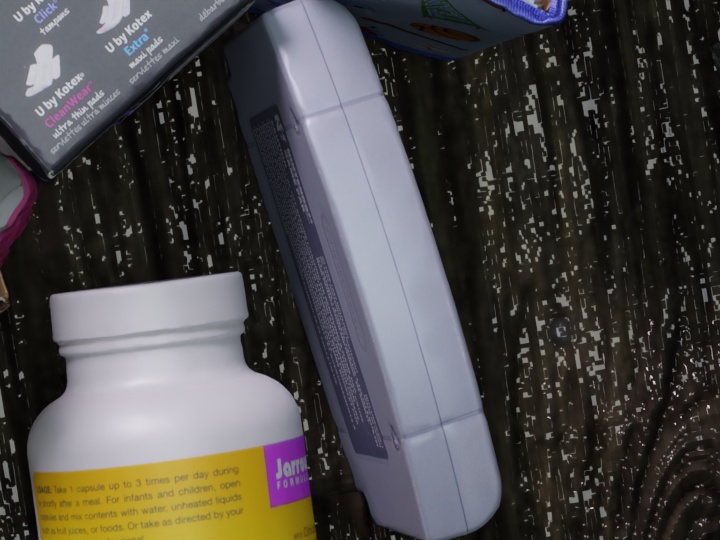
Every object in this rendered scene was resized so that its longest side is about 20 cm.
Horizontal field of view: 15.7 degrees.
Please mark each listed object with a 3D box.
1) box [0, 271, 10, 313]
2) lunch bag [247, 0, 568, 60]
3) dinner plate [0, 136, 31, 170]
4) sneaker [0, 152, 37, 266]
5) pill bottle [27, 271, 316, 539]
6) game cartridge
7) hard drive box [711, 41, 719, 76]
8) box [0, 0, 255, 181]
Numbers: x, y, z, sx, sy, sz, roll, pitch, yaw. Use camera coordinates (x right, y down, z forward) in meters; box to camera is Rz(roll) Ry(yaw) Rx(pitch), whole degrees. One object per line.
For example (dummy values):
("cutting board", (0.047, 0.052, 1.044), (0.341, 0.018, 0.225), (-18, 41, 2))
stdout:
("box", (-0.236, -0.033, 0.876), (0.199, 0.021, 0.164), (-17, 100, 6))
("lunch bag", (0.024, -0.190, 0.957), (0.124, 0.170, 0.201), (13, 89, -13))
("dinner plate", (-0.163, -0.132, 1.001), (0.200, 0.024, 0.201), (0, 90, -9))
("sneaker", (-0.212, 0.009, 0.959), (0.200, 0.081, 0.088), (-34, 91, -2))
("pill bottle", (-0.067, 0.104, 0.972), (0.104, 0.104, 0.201), (-8, 91, -9))
("game cartridge", (0.000, 0.000, 0.969), (0.041, 0.133, 0.200), (-18, 93, -7))
("hard drive box", (0.264, -0.055, 1.038), (0.200, 0.077, 0.156), (-22, 93, -8))
("box", (-0.139, -0.139, 0.931), (0.106, 0.122, 0.200), (-42, 96, -5))
